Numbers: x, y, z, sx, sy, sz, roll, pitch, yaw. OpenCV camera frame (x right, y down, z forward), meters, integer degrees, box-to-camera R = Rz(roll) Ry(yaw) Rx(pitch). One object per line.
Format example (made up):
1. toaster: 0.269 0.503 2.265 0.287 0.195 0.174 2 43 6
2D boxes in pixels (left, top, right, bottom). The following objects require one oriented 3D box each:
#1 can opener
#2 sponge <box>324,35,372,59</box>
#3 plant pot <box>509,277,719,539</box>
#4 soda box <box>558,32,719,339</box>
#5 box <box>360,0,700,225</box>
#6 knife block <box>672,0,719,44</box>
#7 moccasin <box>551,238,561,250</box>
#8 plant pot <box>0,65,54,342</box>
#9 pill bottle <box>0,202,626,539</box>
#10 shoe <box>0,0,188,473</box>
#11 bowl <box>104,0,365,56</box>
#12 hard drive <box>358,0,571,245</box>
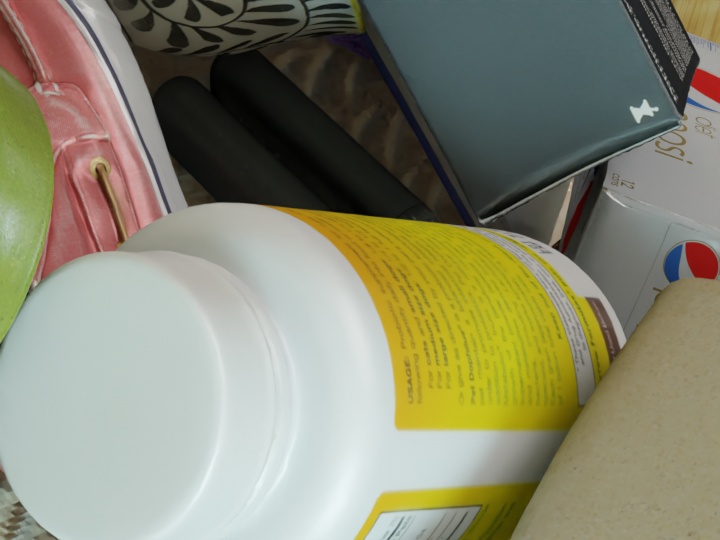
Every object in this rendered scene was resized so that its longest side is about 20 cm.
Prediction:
1. can opener: 0.000 0.000 0.874 0.053 0.067 0.200 -31 62 -25
2. sponge: 0.018 -0.164 1.114 0.111 0.030 0.200 22 43 -38
3. plant pot: 0.142 0.116 0.726 0.200 0.199 0.177 70 32 -57
4. soda box: 0.115 -0.028 0.947 0.064 0.068 0.200 21 25 1
5. box: 0.033 -0.130 0.836 0.200 0.079 0.141 62 12 -6
6. knife block: 0.167 -0.164 1.128 0.200 0.176 0.064 25 28 -55
7. moccasin: 0.067 0.049 0.935 0.078 0.074 0.202 48 41 -22
8. plant pot: -0.183 -0.039 0.614 0.193 0.200 0.201 38 33 -42
9. pill bottle: -0.011 0.038 0.722 0.200 0.109 0.109 5 55 -56
10. shoe: -0.107 -0.024 0.780 0.091 0.071 0.200 -12 72 -60
11. bowl: -0.089 -0.144 0.872 0.201 0.094 0.201 58 0 0
12. hard drive: 0.040 -0.115 0.996 0.200 0.025 0.132 59 40 -38
